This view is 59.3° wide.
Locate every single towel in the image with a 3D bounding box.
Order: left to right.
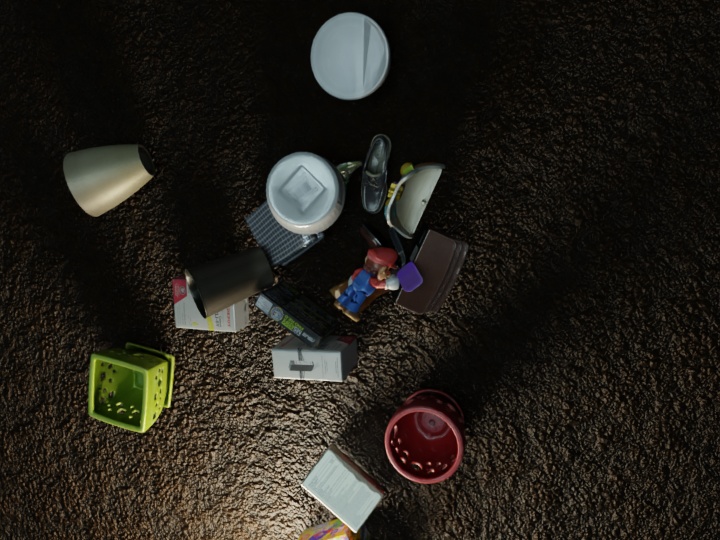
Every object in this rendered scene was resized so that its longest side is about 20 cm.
[{"bbox_3d":[-0.207,-0.111,1.670,0.199,0.085,0.167,-31,90,39],"label":"towel"}]

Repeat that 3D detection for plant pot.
[{"bbox_3d":[-0.689,-0.274,1.779,0.197,0.187,0.190,-18,95,5],"label":"plant pot"},{"bbox_3d":[-0.665,0.331,1.872,0.197,0.181,0.202,12,104,14],"label":"plant pot"},{"bbox_3d":[0.177,0.412,1.628,0.197,0.182,0.204,3,102,17],"label":"plant pot"}]

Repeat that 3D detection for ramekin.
[{"bbox_3d":[-0.137,-0.192,1.542,0.197,0.098,0.204,0,89,1],"label":"ramekin"},{"bbox_3d":[-0.015,-0.520,1.555,0.199,0.094,0.206,3,101,17],"label":"ramekin"}]

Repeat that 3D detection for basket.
[{"bbox_3d":[-0.340,0.024,1.657,0.198,0.180,0.138,-23,96,-22],"label":"basket"}]

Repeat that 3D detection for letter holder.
[{"bbox_3d":[0.182,0.008,1.570,0.140,0.101,0.202,24,101,-7],"label":"letter holder"}]

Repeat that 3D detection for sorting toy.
[{"bbox_3d":[0.108,-0.181,1.536,0.106,0.180,0.202,27,107,10],"label":"sorting toy"}]

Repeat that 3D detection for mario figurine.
[{"bbox_3d":[0.030,0.034,1.586,0.123,0.106,0.201,38,92,9],"label":"mario figurine"}]

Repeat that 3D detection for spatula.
[{"bbox_3d":[0.100,-0.034,1.533,0.056,0.020,0.202,-40,44,24],"label":"spatula"}]

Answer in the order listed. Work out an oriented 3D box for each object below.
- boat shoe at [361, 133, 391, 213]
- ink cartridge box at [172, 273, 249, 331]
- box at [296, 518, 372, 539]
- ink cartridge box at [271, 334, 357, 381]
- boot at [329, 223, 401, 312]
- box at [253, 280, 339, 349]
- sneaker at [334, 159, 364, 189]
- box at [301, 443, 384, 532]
[{"bbox_3d":[0.035,-0.244,1.607,0.071,0.065,0.203,14,105,12],"label":"boat shoe"},{"bbox_3d":[-0.426,0.090,1.804,0.197,0.083,0.148,3,101,16],"label":"ink cartridge box"},{"bbox_3d":[-0.064,0.834,1.816,0.198,0.122,0.195,-26,91,20],"label":"box"},{"bbox_3d":[-0.122,0.232,1.705,0.197,0.144,0.085,1,101,17],"label":"ink cartridge box"},{"bbox_3d":[0.000,0.000,1.670,0.199,0.069,0.189,-35,101,19],"label":"boot"},{"bbox_3d":[-0.167,0.115,1.689,0.199,0.160,0.045,35,107,7],"label":"box"},{"bbox_3d":[-0.059,-0.215,1.641,0.199,0.077,0.089,-32,92,28],"label":"sneaker"},{"bbox_3d":[-0.047,0.598,1.753,0.199,0.109,0.128,39,85,7],"label":"box"}]
